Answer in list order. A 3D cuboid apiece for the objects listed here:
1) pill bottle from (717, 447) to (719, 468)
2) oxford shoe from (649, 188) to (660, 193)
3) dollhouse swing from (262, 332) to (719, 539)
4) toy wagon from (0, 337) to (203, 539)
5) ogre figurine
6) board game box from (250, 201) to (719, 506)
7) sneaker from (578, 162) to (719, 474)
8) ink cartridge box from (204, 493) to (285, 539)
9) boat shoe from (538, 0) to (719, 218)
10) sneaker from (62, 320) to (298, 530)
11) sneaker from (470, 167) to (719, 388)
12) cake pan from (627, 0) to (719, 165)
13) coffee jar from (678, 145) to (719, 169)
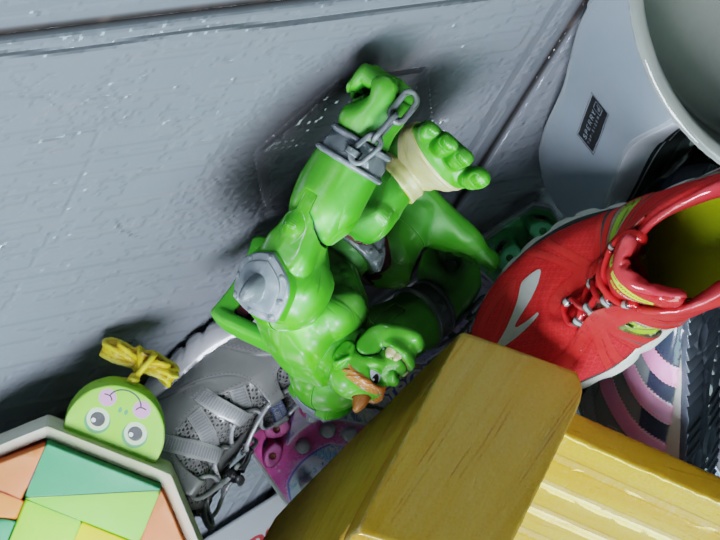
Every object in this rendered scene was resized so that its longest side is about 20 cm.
[{"bbox_3d":[0.335,0.138,1.834,0.111,0.112,0.199,-45,151,27],"label":"pill bottle"},{"bbox_3d":[0.159,-0.016,1.438,0.199,0.075,0.058,-22,113,-1],"label":"oxford shoe"},{"bbox_3d":[0.052,0.157,1.277,0.200,0.175,0.182,-46,-170,47],"label":"dollhouse swing"},{"bbox_3d":[-0.140,0.129,1.268,0.040,0.154,0.201,-109,-139,-77],"label":"toy wagon"},{"bbox_3d":[0.000,0.000,1.245,0.120,0.098,0.200,-49,173,-13],"label":"ogre figurine"},{"bbox_3d":[0.065,0.099,1.400,0.199,0.201,0.026,-33,-166,4],"label":"board game box"},{"bbox_3d":[0.134,0.039,1.328,0.070,0.082,0.201,-34,132,-57],"label":"sneaker"},{"bbox_3d":[-0.038,0.239,1.503,0.144,0.201,0.085,-32,151,7],"label":"ink cartridge box"},{"bbox_3d":[0.143,-0.088,1.268,0.068,0.074,0.200,-27,157,-23],"label":"boat shoe"},{"bbox_3d":[-0.078,0.088,1.326,0.199,0.082,0.075,-32,155,0],"label":"sneaker"},{"bbox_3d":[0.123,-0.001,1.232,0.199,0.077,0.085,-31,173,27],"label":"sneaker"},{"bbox_3d":[0.201,-0.132,1.159,0.199,0.201,0.037,-27,-163,-9],"label":"cake pan"},{"bbox_3d":[0.226,-0.101,1.297,0.200,0.085,0.105,116,-3,-48],"label":"coffee jar"}]
